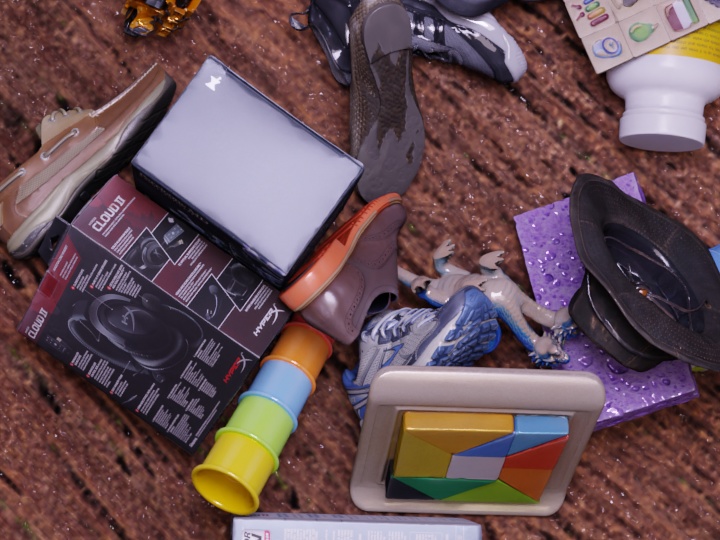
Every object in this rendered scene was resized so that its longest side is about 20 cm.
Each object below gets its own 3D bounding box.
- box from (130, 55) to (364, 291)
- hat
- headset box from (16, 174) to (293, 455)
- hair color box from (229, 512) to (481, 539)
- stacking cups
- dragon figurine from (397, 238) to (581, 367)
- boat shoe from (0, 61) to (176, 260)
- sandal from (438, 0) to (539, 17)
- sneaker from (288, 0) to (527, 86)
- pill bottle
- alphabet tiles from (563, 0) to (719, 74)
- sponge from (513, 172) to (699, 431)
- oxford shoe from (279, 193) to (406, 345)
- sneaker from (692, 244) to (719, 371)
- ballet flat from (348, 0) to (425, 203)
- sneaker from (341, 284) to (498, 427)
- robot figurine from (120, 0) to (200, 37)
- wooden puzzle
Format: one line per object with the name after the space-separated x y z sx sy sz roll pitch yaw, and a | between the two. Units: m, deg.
-0.092 -0.069 1.506 0.148 0.200 0.107 36 81 0 | box
0.213 0.023 1.480 0.200 0.201 0.081 42 120 0 | hat
-0.173 0.032 1.508 0.200 0.149 0.077 36 44 1 | headset box
-0.007 0.230 1.531 0.199 0.099 0.061 3 85 -5 | hair color box
-0.066 0.105 1.530 0.060 0.061 0.200 32 53 -1 | stacking cups
0.093 0.030 1.553 0.059 0.199 0.100 -57 132 -28 | dragon figurine
-0.238 -0.101 1.561 0.074 0.076 0.200 42 81 4 | boat shoe
0.133 -0.256 1.600 0.199 0.043 0.076 -21 61 -34 | sandal
0.036 -0.192 1.598 0.199 0.075 0.114 34 82 5 | sneaker
0.264 -0.207 1.602 0.104 0.104 0.201 6 83 -4 | pill bottle
0.233 -0.285 1.562 0.166 0.008 0.201 -24 78 6 | alphabet tiles
0.202 0.027 1.562 0.111 0.030 0.201 -18 66 14 | sponge
0.000 0.000 1.529 0.073 0.200 0.071 47 124 -4 | oxford shoe
0.258 0.045 1.600 0.199 0.076 0.105 -28 69 -7 | sneaker
0.015 -0.144 1.558 0.067 0.201 0.046 -19 41 -18 | ballet flat
0.036 0.063 1.518 0.077 0.200 0.085 -21 69 -40 | sneaker
-0.142 -0.282 1.560 0.058 0.145 0.201 21 77 -14 | robot figurine
0.090 0.145 1.509 0.184 0.200 0.037 2 54 -5 | wooden puzzle
